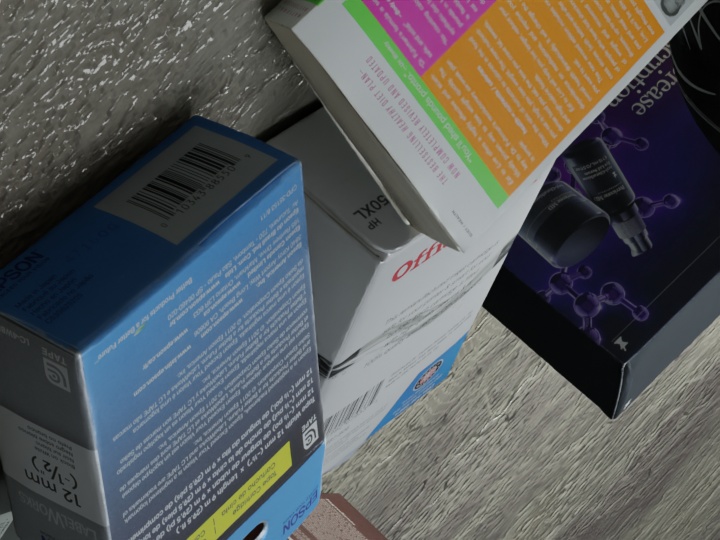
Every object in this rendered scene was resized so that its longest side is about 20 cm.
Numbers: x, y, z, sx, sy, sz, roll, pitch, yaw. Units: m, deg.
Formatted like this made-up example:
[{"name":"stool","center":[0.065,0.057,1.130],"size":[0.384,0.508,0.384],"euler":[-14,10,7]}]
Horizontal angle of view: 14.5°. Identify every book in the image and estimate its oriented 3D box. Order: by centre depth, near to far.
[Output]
[{"name":"book","center":[0.069,-0.125,1.215],"size":[0.200,0.048,0.134],"euler":[-44,123,-12]}]

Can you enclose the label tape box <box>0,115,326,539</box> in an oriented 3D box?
[{"name":"label tape box","center":[-0.083,0.057,1.193],"size":[0.143,0.066,0.200],"euler":[-43,145,-36]}]

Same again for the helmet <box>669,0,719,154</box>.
[{"name":"helmet","center":[0.242,-0.118,1.334],"size":[0.200,0.191,0.200],"euler":[-21,145,-16]}]

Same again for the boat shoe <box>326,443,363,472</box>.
[{"name":"boat shoe","center":[-0.019,0.074,1.502],"size":[0.200,0.072,0.062],"euler":[-33,156,-49]}]

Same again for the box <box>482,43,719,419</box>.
[{"name":"box","center":[0.158,-0.039,1.575],"size":[0.200,0.141,0.079],"euler":[-43,163,-19]}]

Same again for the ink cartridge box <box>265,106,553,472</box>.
[{"name":"ink cartridge box","center":[0.000,0.000,1.360],"size":[0.145,0.084,0.200],"euler":[-35,160,-39]}]

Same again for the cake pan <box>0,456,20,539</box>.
[{"name":"cake pan","center":[-0.173,0.105,1.242],"size":[0.200,0.037,0.200],"euler":[-43,163,-17]}]

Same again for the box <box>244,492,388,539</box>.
[{"name":"box","center":[-0.050,0.190,1.687],"size":[0.100,0.075,0.200],"euler":[-51,165,8]}]
